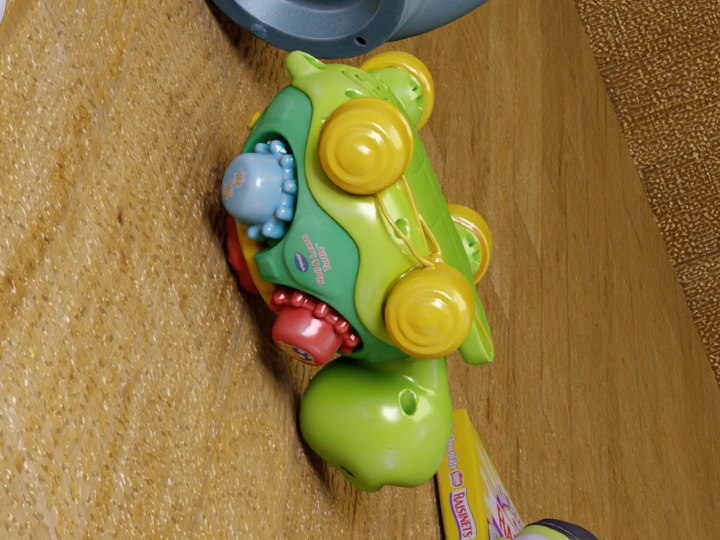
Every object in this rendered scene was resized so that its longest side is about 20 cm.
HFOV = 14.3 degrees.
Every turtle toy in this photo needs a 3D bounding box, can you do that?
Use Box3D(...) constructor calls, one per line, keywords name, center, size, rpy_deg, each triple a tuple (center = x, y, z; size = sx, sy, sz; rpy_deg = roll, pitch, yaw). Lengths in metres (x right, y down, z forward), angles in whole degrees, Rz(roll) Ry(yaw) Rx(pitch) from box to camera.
Box3D(name="turtle toy", center=(0.000, 0.000, 1.253), size=(0.146, 0.101, 0.200), rpy_deg=(-64, 135, -74))

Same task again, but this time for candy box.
Box3D(name="candy box", center=(0.086, 0.177, 1.577), size=(0.102, 0.026, 0.200), rpy_deg=(-100, 166, -48))

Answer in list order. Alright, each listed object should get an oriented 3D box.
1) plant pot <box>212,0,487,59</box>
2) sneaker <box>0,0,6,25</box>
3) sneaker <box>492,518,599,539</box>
Box3D(name="plant pot", center=(-0.007, -0.186, 1.371), size=(0.134, 0.200, 0.201), rpy_deg=(-58, 134, -40))
Box3D(name="sneaker", center=(-0.151, -0.111, 0.790), size=(0.091, 0.066, 0.200), rpy_deg=(-100, 168, -49))
Box3D(name="sneaker", center=(0.093, 0.225, 1.488), size=(0.083, 0.072, 0.200), rpy_deg=(-26, 110, -40))
